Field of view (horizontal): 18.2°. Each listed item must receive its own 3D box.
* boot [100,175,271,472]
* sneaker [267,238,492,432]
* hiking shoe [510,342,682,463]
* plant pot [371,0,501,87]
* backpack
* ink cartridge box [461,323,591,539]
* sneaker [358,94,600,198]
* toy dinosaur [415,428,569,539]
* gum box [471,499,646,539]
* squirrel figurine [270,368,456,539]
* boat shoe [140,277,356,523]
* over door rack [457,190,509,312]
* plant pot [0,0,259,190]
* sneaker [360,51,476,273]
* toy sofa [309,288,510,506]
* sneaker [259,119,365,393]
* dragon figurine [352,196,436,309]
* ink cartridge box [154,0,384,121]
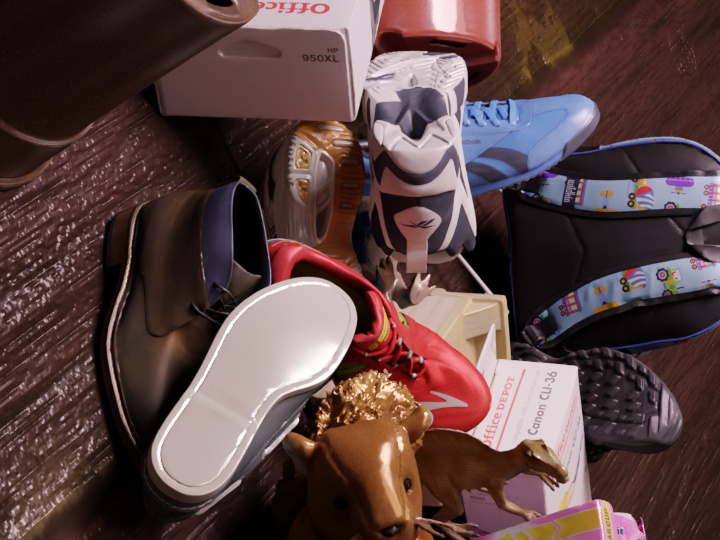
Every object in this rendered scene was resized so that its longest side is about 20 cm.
[{"bbox_3d":[-0.107,0.032,1.415,0.075,0.097,0.201,30,45,-49],"label":"boot"},{"bbox_3d":[0.006,0.050,1.499,0.200,0.085,0.077,34,79,-12],"label":"sneaker"},{"bbox_3d":[0.184,0.111,1.767,0.101,0.199,0.076,44,70,-40],"label":"hiking shoe"},{"bbox_3d":[0.028,-0.248,1.773,0.200,0.200,0.196,18,62,-54],"label":"plant pot"},{"bbox_3d":[0.227,-0.018,1.835,0.134,0.199,0.184,10,73,-64],"label":"backpack"},{"bbox_3d":[0.123,0.149,1.660,0.117,0.067,0.201,-68,155,-44],"label":"ink cartridge box"},{"bbox_3d":[0.084,-0.103,1.734,0.066,0.199,0.079,-84,150,-60],"label":"sneaker"},{"bbox_3d":[0.062,0.138,1.530,0.101,0.199,0.058,54,39,-42],"label":"toy dinosaur"},{"bbox_3d":[0.108,0.240,1.522,0.066,0.199,0.114,29,47,-49],"label":"gum box"},{"bbox_3d":[-0.007,0.150,1.408,0.201,0.141,0.187,-107,-171,-47],"label":"squirrel figurine"},{"bbox_3d":[-0.072,0.079,1.391,0.073,0.062,0.200,35,51,5],"label":"boat shoe"},{"bbox_3d":[0.095,-0.066,1.866,0.201,0.066,0.148,60,30,-13],"label":"over door rack"},{"bbox_3d":[-0.176,-0.179,1.347,0.200,0.198,0.201,40,37,-40],"label":"plant pot"},{"bbox_3d":[0.041,-0.069,1.596,0.199,0.079,0.130,-100,-171,-62],"label":"sneaker"},{"bbox_3d":[0.040,0.091,1.660,0.200,0.097,0.083,-52,139,-59],"label":"toy sofa"},{"bbox_3d":[-0.040,-0.004,1.581,0.075,0.088,0.201,14,76,-19],"label":"sneaker"},{"bbox_3d":[0.000,0.000,1.649,0.059,0.099,0.201,11,68,-40],"label":"dragon figurine"},{"bbox_3d":[-0.061,-0.199,1.598,0.201,0.144,0.085,-77,166,-47],"label":"ink cartridge box"}]
